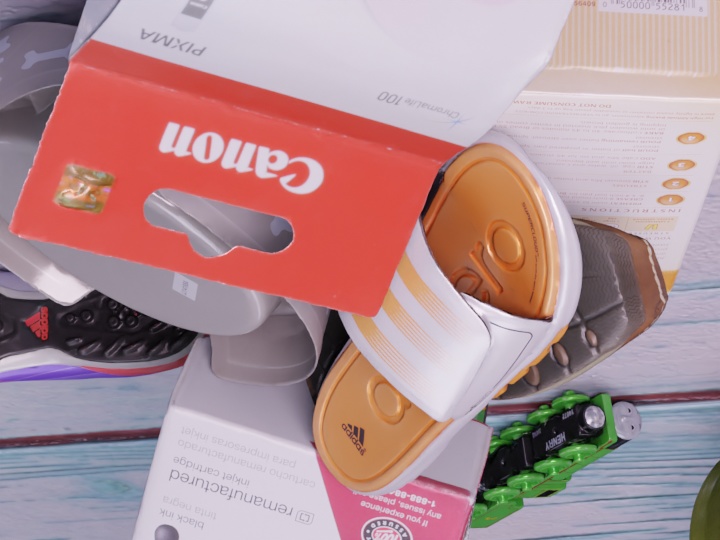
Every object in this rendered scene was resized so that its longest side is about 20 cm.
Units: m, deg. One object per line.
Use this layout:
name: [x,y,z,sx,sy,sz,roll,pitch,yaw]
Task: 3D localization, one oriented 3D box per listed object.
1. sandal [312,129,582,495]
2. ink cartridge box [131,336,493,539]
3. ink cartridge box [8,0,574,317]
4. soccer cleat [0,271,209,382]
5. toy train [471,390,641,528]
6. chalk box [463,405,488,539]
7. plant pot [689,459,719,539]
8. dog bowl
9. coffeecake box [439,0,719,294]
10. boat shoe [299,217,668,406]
sandal: [0.020,0.033,1.075,0.059,0.079,0.207,-23,155,-41]
ink cartridge box: [-0.037,0.152,1.241,0.144,0.083,0.201,16,113,1]
ink cartridge box: [-0.016,-0.079,0.957,0.162,0.201,0.057,14,-165,-27]
soccer cleat: [-0.170,0.031,1.374,0.199,0.069,0.073,-3,165,8]
toy train: [0.100,0.115,1.588,0.056,0.042,0.200,2,160,-28]
chalk box: [-0.001,0.094,1.368,0.123,0.125,0.200,10,-159,2]
plant pot: [0.279,0.146,1.483,0.199,0.202,0.193,10,168,-20]
dog bowl: [-0.094,-0.030,1.138,0.199,0.059,0.200,26,160,10]
coffeecake box: [0.067,-0.061,1.117,0.152,0.074,0.200,2,157,-1]
boat shoe: [0.057,0.019,1.137,0.074,0.076,0.199,-10,175,-41]
